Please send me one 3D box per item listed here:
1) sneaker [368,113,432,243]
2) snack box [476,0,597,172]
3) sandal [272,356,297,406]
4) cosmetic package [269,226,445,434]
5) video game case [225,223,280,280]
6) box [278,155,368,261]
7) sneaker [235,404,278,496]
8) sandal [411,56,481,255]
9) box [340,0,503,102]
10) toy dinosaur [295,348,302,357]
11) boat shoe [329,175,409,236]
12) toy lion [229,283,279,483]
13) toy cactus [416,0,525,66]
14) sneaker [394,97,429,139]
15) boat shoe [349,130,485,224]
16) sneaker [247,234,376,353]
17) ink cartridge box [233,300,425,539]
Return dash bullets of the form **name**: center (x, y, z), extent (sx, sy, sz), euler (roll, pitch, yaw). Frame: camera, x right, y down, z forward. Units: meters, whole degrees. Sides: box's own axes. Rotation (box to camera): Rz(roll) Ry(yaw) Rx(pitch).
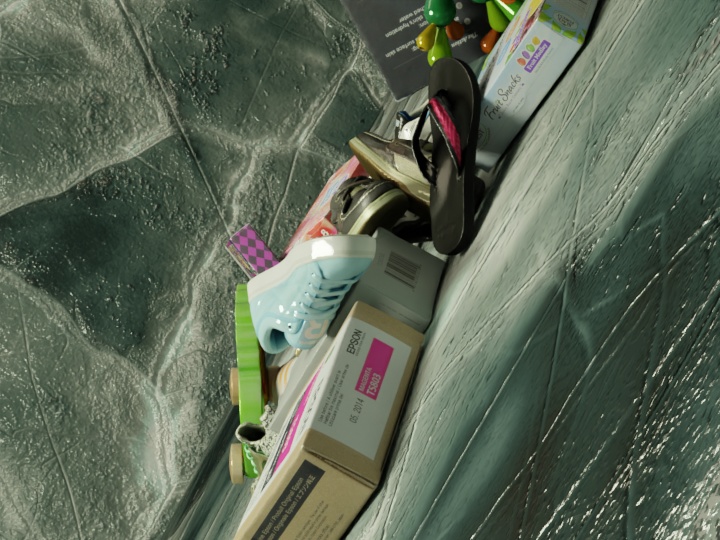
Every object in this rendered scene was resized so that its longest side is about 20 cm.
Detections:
- **sneaker**: center (0.093, -0.100, 1.596), extent (0.200, 0.075, 0.116), euler (-43, 42, 27)
- **snack box**: center (0.162, -0.208, 1.449), extent (0.200, 0.053, 0.143), euler (-56, 7, 51)
- **sandal**: center (-0.080, 0.150, 1.812), extent (0.207, 0.058, 0.080), euler (122, 156, -63)
- **cosmetic package**: center (-0.004, 0.074, 1.463), extent (0.201, 0.080, 0.113), euler (-60, 5, 32)
- **video game case**: center (-0.092, 0.033, 1.881), extent (0.036, 0.201, 0.181), euler (-39, 2, -6)
- **box**: center (-0.008, -0.057, 1.872), extent (0.095, 0.103, 0.201), euler (-40, 11, 35)
- **sneaker**: center (-0.098, 0.194, 1.681), extent (0.077, 0.088, 0.200), euler (-65, 6, -36)
- **sandal**: center (0.077, -0.114, 1.424), extent (0.075, 0.045, 0.203), euler (-34, 50, 55)
- **box**: center (0.083, -0.326, 1.653), extent (0.195, 0.201, 0.118), euler (-24, 19, 21)
- **toy dinosaur**: center (-0.001, 0.012, 1.617), extent (0.202, 0.100, 0.058), euler (-66, 8, -28)
- **boat shoe**: center (-0.001, -0.061, 1.523), extent (0.071, 0.066, 0.201), euler (-32, -6, -9)
- **toy lion**: center (-0.130, 0.126, 1.835), extent (0.202, 0.068, 0.193), euler (-94, 2, -46)
- **toy cactus**: center (0.101, -0.297, 1.552), extent (0.102, 0.164, 0.201), euler (-46, -8, -48)
- **sneaker**: center (0.058, -0.137, 1.757), extent (0.202, 0.072, 0.072), euler (-61, 6, 12)
- **boat shoe**: center (0.059, -0.098, 1.532), extent (0.065, 0.073, 0.200), euler (-44, 42, -6)
- **sneaker**: center (-0.038, 0.026, 1.375), extent (0.200, 0.073, 0.083), euler (-34, 63, 59)
- **ink cartridge box**: center (-0.028, 0.151, 1.313), extent (0.166, 0.074, 0.201), euler (-59, 5, 37)
